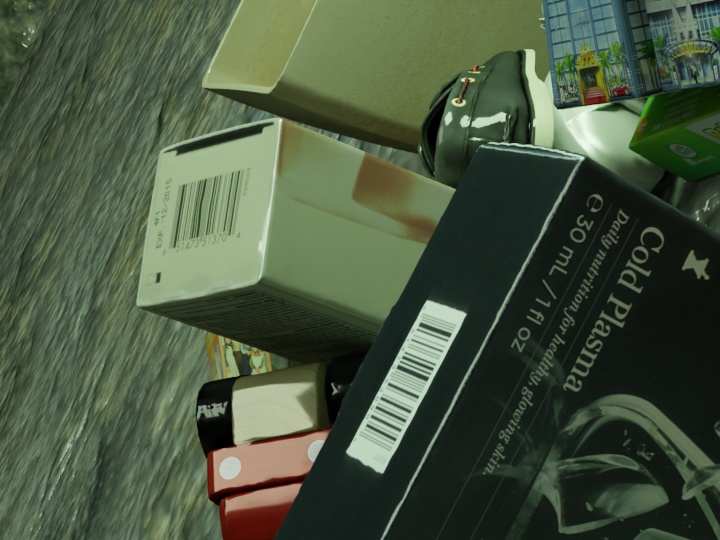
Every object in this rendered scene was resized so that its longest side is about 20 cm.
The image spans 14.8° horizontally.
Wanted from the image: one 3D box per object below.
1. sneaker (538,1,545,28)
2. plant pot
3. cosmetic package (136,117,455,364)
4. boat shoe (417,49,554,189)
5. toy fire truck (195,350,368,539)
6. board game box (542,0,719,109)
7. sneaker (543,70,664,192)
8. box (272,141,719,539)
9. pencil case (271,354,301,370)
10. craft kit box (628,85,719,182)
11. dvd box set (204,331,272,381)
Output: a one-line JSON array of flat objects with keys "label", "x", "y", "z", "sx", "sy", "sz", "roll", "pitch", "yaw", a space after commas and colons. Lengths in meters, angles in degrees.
[{"label": "sneaker", "x": 0.120, "y": -0.218, "z": 1.443, "sx": 0.082, "sy": 0.075, "sz": 0.200, "roll": -2, "pitch": 82, "yaw": 35}, {"label": "plant pot", "x": 0.042, "y": -0.158, "z": 1.671, "sx": 0.200, "sy": 0.177, "sz": 0.200, "roll": -63, "pitch": 16, "yaw": -3}, {"label": "cosmetic package", "x": 0.000, "y": 0.000, "z": 1.377, "sx": 0.103, "sy": 0.200, "sz": 0.087, "roll": -11, "pitch": 65, "yaw": 46}, {"label": "boat shoe", "x": 0.063, "y": -0.079, "z": 1.464, "sx": 0.201, "sy": 0.063, "sz": 0.074, "roll": -90, "pitch": 5, "yaw": -78}, {"label": "toy fire truck", "x": -0.020, "y": 0.163, "z": 1.377, "sx": 0.129, "sy": 0.176, "sz": 0.200, "roll": -12, "pitch": 64, "yaw": 19}, {"label": "board game box", "x": 0.134, "y": -0.183, "z": 1.300, "sx": 0.200, "sy": 0.062, "sz": 0.200, "roll": 179, "pitch": 77, "yaw": -72}, {"label": "sneaker", "x": 0.147, "y": -0.119, "z": 1.475, "sx": 0.085, "sy": 0.073, "sz": 0.200, "roll": -53, "pitch": 17, "yaw": 37}, {"label": "box", "x": 0.100, "y": 0.083, "z": 1.068, "sx": 0.200, "sy": 0.197, "sz": 0.124, "roll": -63, "pitch": 17, "yaw": -3}, {"label": "pencil case", "x": -0.019, "y": 0.045, "z": 1.607, "sx": 0.089, "sy": 0.078, "sz": 0.200, "roll": -31, "pitch": -31, "yaw": -35}, {"label": "craft kit box", "x": 0.225, "y": -0.153, "z": 1.352, "sx": 0.198, "sy": 0.049, "sz": 0.200, "roll": -64, "pitch": 16, "yaw": -17}, {"label": "dvd box set", "x": -0.057, "y": 0.128, "z": 1.539, "sx": 0.146, "sy": 0.029, "sz": 0.200, "roll": 129, "pitch": 133, "yaw": -81}]
